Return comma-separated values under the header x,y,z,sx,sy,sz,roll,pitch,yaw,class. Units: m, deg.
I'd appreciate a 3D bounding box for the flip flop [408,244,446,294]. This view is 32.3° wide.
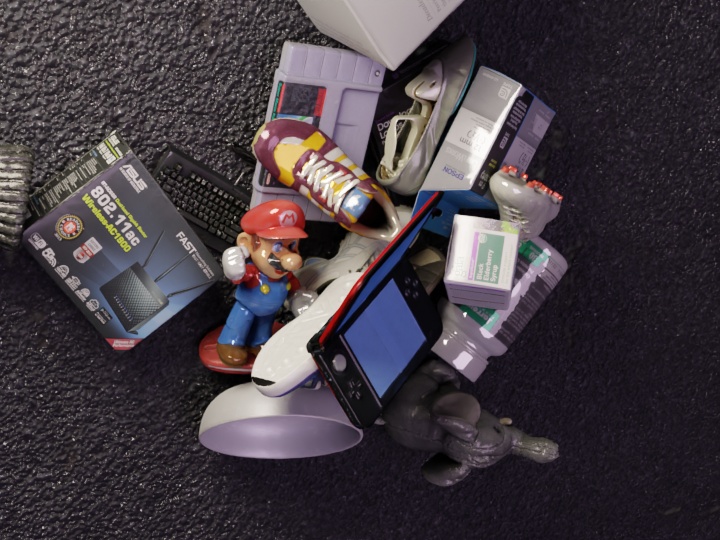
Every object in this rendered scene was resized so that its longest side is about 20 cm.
x,y,z,sx,sy,sz,roll,pitch,yaw,class
0.039,0.054,1.585,0.201,0.081,0.057,-57,146,5,flip flop

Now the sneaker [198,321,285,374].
x,y,z,sx,sy,sz,roll,pitch,yaw,class
-0.097,0.119,1.521,0.198,0.079,0.116,-3,138,-9,sneaker

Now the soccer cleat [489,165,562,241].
x,y,z,sx,sy,sz,roll,pitch,yaw,class
0.195,-0.073,1.494,0.078,0.069,0.200,-59,159,8,soccer cleat

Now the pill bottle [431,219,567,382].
x,y,z,sx,sy,sz,roll,pitch,yaw,class
0.172,0.040,1.637,0.113,0.113,0.201,38,88,-40,pill bottle

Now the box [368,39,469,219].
x,y,z,sx,sy,sz,roll,pitch,yaw,class
0.080,-0.161,1.527,0.142,0.036,0.201,-33,125,-16,box

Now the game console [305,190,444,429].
x,y,z,sx,sy,sz,roll,pitch,yaw,class
0.044,0.043,1.337,0.200,0.118,0.173,-47,114,-43,game console

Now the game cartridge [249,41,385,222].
x,y,z,sx,sy,sz,roll,pitch,yaw,class
-0.050,-0.153,1.414,0.129,0.038,0.202,0,114,-33,game cartridge

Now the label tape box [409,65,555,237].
x,y,z,sx,sy,sz,roll,pitch,yaw,class
0.146,-0.127,1.492,0.201,0.066,0.143,-65,155,5,label tape box

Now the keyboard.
x,y,z,sx,sy,sz,roll,pitch,yaw,class
-0.148,-0.086,1.422,0.199,0.021,0.128,30,94,-40,keyboard

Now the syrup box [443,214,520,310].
x,y,z,sx,sy,sz,roll,pitch,yaw,class
0.146,-0.006,1.485,0.081,0.200,0.080,8,83,6,syrup box

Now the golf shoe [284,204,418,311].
x,y,z,sx,sy,sz,roll,pitch,yaw,class
0.000,0.000,1.499,0.199,0.097,0.079,-34,124,-6,golf shoe

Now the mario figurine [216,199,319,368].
x,y,z,sx,sy,sz,roll,pitch,yaw,class
-0.100,0.019,1.383,0.105,0.124,0.202,17,114,7,mario figurine

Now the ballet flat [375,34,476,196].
x,y,z,sx,sy,sz,roll,pitch,yaw,class
0.073,-0.184,1.448,0.063,0.067,0.202,15,104,-29,ballet flat

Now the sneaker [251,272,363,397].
x,y,z,sx,sy,sz,roll,pitch,yaw,class
-0.028,0.114,1.408,0.200,0.080,0.147,-47,131,-34,sneaker

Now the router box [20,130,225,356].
x,y,z,sx,sy,sz,roll,pitch,yaw,class
-0.260,-0.026,1.340,0.149,0.062,0.201,-39,128,-6,router box

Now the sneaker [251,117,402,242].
x,y,z,sx,sy,sz,roll,pitch,yaw,class
-0.030,-0.099,1.375,0.199,0.090,0.075,30,98,-36,sneaker

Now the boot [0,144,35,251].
x,y,z,sx,sy,sz,roll,pitch,yaw,class
-0.411,-0.034,1.215,0.156,0.079,0.213,12,105,-25,boot

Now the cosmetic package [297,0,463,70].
x,y,z,sx,sy,sz,roll,pitch,yaw,class
0.023,-0.354,1.310,0.200,0.165,0.165,-45,130,-5,cosmetic package

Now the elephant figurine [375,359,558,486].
x,y,z,sx,sy,sz,roll,pitch,yaw,class
0.129,0.212,1.636,0.155,0.200,0.142,-45,129,-6,elephant figurine

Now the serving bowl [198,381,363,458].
x,y,z,sx,sy,sz,roll,pitch,yaw,class
-0.096,0.173,1.504,0.199,0.199,0.066,15,63,-37,serving bowl
